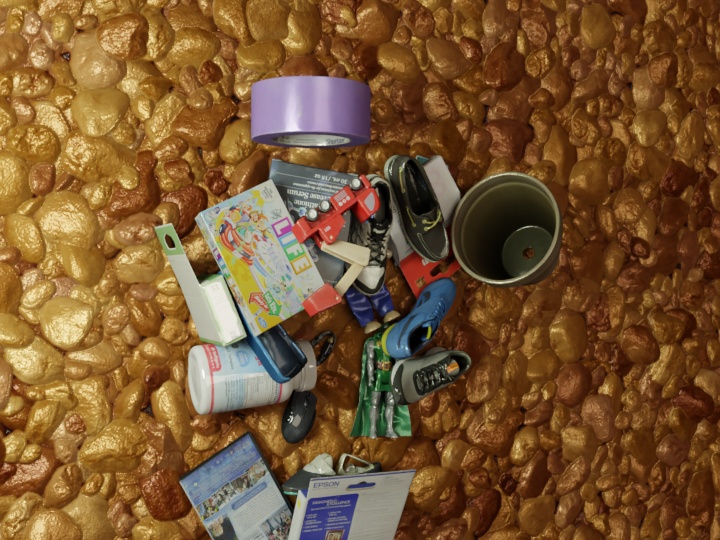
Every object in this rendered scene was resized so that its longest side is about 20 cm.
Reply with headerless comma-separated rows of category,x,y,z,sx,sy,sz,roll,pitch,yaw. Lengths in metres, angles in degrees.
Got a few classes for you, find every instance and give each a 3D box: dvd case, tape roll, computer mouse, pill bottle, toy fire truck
dvd case,-0.197,0.394,1.503,0.141,0.017,0.203,-31,102,-21
tape roll,-0.080,-0.253,1.451,0.195,0.199,0.087,-1,91,-23
computer mouse,-0.085,0.200,1.543,0.058,0.034,0.204,22,81,-21
pill bottle,-0.176,0.167,1.462,0.196,0.108,0.112,-6,93,-24
toy fire truck,-0.032,-0.040,1.383,0.199,0.049,0.142,-36,91,-22

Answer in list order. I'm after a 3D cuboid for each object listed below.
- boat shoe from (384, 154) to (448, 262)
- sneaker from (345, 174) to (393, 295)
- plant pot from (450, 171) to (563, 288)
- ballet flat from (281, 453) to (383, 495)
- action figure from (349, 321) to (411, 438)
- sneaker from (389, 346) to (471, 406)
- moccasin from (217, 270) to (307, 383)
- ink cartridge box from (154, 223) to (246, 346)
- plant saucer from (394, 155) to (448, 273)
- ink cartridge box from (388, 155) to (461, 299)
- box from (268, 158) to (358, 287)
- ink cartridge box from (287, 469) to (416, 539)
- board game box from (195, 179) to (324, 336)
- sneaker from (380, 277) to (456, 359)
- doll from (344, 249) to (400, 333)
boat shoe,0.104,-0.103,1.541,0.071,0.060,0.204,-32,106,-19
sneaker,0.016,-0.058,1.499,0.074,0.088,0.205,-2,94,-15
plant pot,0.281,-0.052,1.615,0.173,0.196,0.204,32,75,-59
ballet flat,-0.044,0.350,1.545,0.196,0.073,0.075,8,87,-28
action figure,0.040,0.193,1.590,0.115,0.055,0.205,2,86,-21
sneaker,0.122,0.180,1.574,0.198,0.078,0.076,-22,98,-47
moccasin,-0.155,0.080,1.412,0.068,0.080,0.203,-31,91,-24
ink cartridge box,-0.253,0.016,1.406,0.047,0.145,0.204,-23,99,-22
plant saucer,0.109,-0.102,1.634,0.069,0.019,0.205,14,84,-23
ink cartridge box,0.122,-0.077,1.606,0.161,0.057,0.202,-34,99,-19
box,-0.093,-0.065,1.478,0.145,0.107,0.205,9,87,-6
ink cartridge box,-0.019,0.409,1.517,0.193,0.047,0.204,1,118,-24
board game box,-0.150,-0.021,1.376,0.133,0.034,0.203,-28,90,-29
sneaker,0.122,0.086,1.577,0.200,0.078,0.067,-43,118,-32
doll,0.000,0.000,1.565,0.134,0.048,0.203,-26,92,-14
